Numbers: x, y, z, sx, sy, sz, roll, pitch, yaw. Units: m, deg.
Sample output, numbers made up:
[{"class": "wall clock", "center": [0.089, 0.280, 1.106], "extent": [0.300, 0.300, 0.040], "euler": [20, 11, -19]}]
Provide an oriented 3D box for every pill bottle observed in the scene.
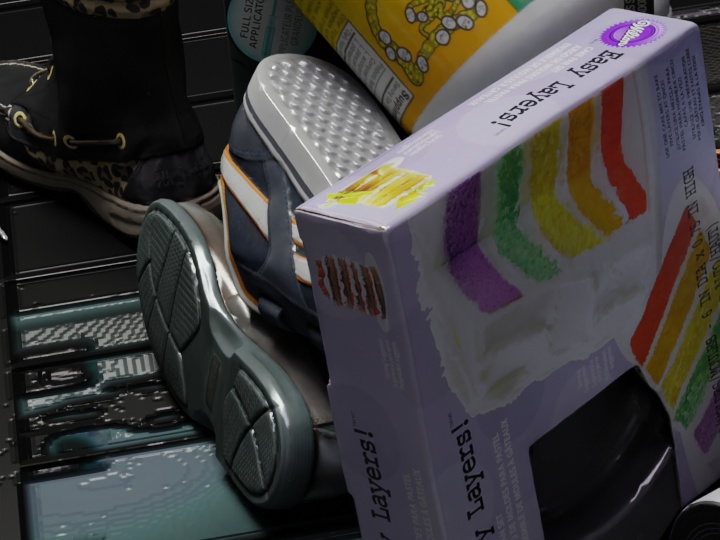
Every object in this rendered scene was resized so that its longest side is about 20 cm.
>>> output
[{"class": "pill bottle", "center": [0.041, -0.119, 1.150], "extent": [0.113, 0.113, 0.200], "euler": [-33, 79, -39]}]

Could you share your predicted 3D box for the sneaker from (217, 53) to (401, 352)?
[{"class": "sneaker", "center": [0.000, 0.000, 1.113], "extent": [0.078, 0.080, 0.200], "euler": [4, 38, -31]}]

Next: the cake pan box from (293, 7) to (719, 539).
[{"class": "cake pan box", "center": [0.068, 0.028, 1.010], "extent": [0.184, 0.201, 0.052], "euler": [-31, 32, -36]}]

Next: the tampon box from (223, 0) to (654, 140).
[{"class": "tampon box", "center": [0.041, -0.103, 1.296], "extent": [0.199, 0.151, 0.126], "euler": [-4, 27, 4]}]

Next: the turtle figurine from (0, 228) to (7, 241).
[{"class": "turtle figurine", "center": [-0.255, -0.052, 1.327], "extent": [0.199, 0.101, 0.150], "euler": [11, 33, 38]}]

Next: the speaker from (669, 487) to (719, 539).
[{"class": "speaker", "center": [0.214, 0.082, 1.007], "extent": [0.199, 0.082, 0.081], "euler": [-25, 34, -29]}]

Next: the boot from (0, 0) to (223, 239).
[{"class": "boot", "center": [-0.141, -0.112, 1.346], "extent": [0.073, 0.151, 0.200], "euler": [-22, 33, -26]}]

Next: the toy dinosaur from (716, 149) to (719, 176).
[{"class": "toy dinosaur", "center": [0.158, -0.002, 1.102], "extent": [0.102, 0.136, 0.200], "euler": [-44, 2, -27]}]

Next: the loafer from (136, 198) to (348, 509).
[{"class": "loafer", "center": [-0.043, 0.037, 1.167], "extent": [0.063, 0.072, 0.200], "euler": [1, 32, -25]}]

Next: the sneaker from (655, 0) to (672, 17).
[{"class": "sneaker", "center": [0.070, -0.138, 1.416], "extent": [0.199, 0.089, 0.075], "euler": [-17, 32, -18]}]
